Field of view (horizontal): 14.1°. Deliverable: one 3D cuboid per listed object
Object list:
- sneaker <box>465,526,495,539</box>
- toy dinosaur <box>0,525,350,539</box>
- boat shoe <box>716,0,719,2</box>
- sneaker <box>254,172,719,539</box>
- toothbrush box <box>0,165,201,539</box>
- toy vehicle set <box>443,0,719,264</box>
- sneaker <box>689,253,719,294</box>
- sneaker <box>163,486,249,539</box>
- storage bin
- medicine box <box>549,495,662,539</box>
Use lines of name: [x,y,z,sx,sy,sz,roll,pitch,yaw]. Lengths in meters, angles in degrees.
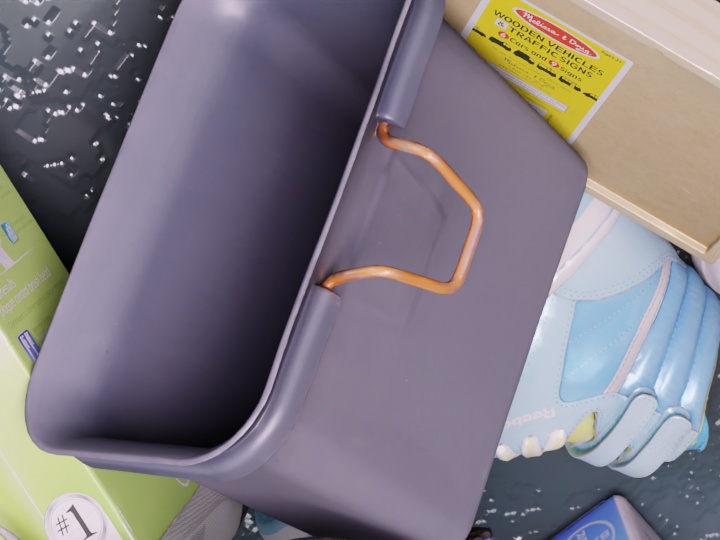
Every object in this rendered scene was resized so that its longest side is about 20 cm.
sneaker: [0.018,0.144,1.128,0.075,0.200,0.079,-12,87,-3]
toy dinosaur: [-0.033,0.131,0.995,0.199,0.077,0.103,-13,130,10]
boat shoe: [0.126,-0.082,1.083,0.200,0.066,0.072,32,142,-16]
sneaker: [0.062,0.060,1.140,0.130,0.080,0.200,41,98,-23]
toothbrush box: [-0.176,0.043,1.067,0.145,0.086,0.201,-29,96,17]
toy vehicle set: [0.066,-0.081,1.036,0.199,0.124,0.027,30,67,-3]
sneaker: [0.233,-0.001,1.121,0.199,0.116,0.074,-5,119,-3]
sneaker: [-0.072,0.061,1.147,0.079,0.074,0.201,7,116,-35]
storage bin: [0.000,0.000,1.019,0.134,0.145,0.201,33,68,-39]
medicine box: [0.078,0.221,1.162,0.182,0.200,0.103,-36,116,11]
